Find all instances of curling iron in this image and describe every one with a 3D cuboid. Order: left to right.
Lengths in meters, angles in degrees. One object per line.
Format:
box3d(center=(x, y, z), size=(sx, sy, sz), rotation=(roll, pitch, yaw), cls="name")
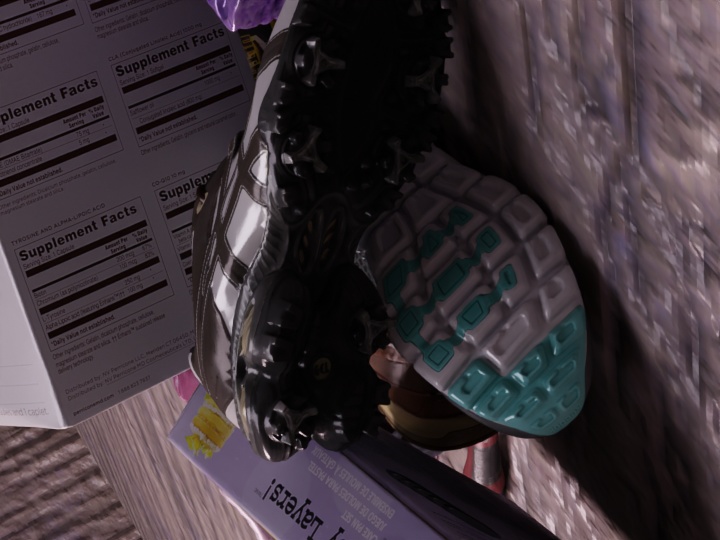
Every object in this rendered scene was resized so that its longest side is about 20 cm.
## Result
box3d(center=(0.051, 0.096, 1.056), size=(0.049, 0.026, 0.200), rotation=(18, 157, 19), cls="curling iron")

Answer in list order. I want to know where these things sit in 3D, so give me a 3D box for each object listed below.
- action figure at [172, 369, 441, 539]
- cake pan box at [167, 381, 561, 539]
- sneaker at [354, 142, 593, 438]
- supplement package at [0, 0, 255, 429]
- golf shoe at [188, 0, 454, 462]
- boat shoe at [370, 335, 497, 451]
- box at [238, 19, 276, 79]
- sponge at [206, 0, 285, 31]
box3d(center=(-0.051, 0.078, 1.190), size=(0.200, 0.149, 0.134), rotation=(22, 147, 49), cls="action figure")
box3d(center=(0.042, 0.118, 0.875), size=(0.200, 0.052, 0.184), rotation=(31, -176, -40), cls="cake pan box")
box3d(center=(0.038, 0.001, 0.860), size=(0.200, 0.077, 0.091), rotation=(54, -178, 43), cls="sneaker")
box3d(center=(-0.151, -0.050, 0.960), size=(0.191, 0.147, 0.201), rotation=(-5, 107, 53), cls="supplement package")
box3d(center=(-0.028, -0.035, 0.798), size=(0.094, 0.077, 0.201), rotation=(22, 102, 51), cls="golf shoe")
box3d(center=(0.000, 0.000, 0.984), size=(0.200, 0.072, 0.068), rotation=(41, 151, 43), cls="boat shoe")
box3d(center=(-0.105, -0.187, 1.038), size=(0.160, 0.049, 0.201), rotation=(50, 163, 50), cls="box")
box3d(center=(-0.073, -0.198, 0.836), size=(0.200, 0.030, 0.112), rotation=(54, 142, 30), cls="sponge")
